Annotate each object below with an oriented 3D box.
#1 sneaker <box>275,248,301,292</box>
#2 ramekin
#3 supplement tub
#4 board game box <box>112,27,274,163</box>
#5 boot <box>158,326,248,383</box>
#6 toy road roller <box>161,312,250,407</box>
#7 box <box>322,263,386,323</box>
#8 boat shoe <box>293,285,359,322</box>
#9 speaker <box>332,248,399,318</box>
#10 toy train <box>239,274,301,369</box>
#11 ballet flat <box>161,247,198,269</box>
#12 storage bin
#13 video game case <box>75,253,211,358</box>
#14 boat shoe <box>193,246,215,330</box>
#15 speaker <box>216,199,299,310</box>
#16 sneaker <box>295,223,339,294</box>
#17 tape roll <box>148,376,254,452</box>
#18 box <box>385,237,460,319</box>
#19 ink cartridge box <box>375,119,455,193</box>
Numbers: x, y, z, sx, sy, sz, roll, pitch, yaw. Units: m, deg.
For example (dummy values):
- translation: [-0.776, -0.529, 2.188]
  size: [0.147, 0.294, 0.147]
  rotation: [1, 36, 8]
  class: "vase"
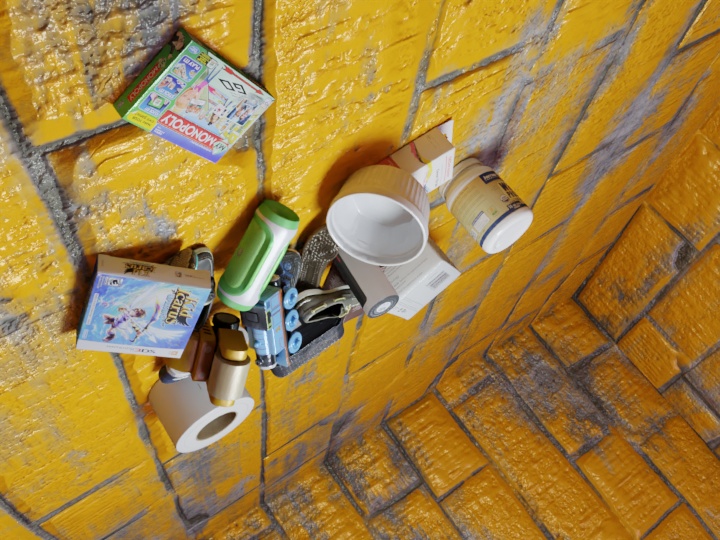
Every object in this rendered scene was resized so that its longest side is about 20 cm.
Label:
- translation: [-0.177, 0.031, 1.499]
  size: [0.077, 0.076, 0.200]
  rotation: [-75, -169, -59]
  class: "sneaker"
- translation: [0.041, -0.113, 1.376]
  size: [0.200, 0.200, 0.105]
  rotation: [110, -1, -53]
  class: "ramekin"
- translation: [0.293, -0.155, 1.669]
  size: [0.144, 0.200, 0.145]
  rotation: [-32, 158, -15]
  class: "supplement tub"
- translation: [-0.217, -0.228, 0.957]
  size: [0.135, 0.029, 0.200]
  rotation: [-44, 158, 12]
  class: "board game box"
- translation: [-0.343, 0.181, 1.535]
  size: [0.200, 0.073, 0.090]
  rotation: [-21, 171, -39]
  class: "boot"
- translation: [-0.308, 0.167, 1.386]
  size: [0.146, 0.200, 0.123]
  rotation: [8, 110, -25]
  class: "toy road roller"
- translation: [-0.019, 0.025, 1.670]
  size: [0.075, 0.100, 0.200]
  rotation: [-22, 153, -36]
  class: "box"
- translation: [-0.060, 0.075, 1.535]
  size: [0.201, 0.060, 0.072]
  rotation: [-5, 147, -46]
  class: "boat shoe"
- translation: [0.000, 0.000, 1.518]
  size: [0.081, 0.200, 0.081]
  rotation: [-27, 156, -13]
  class: "speaker"
- translation: [-0.182, 0.109, 1.424]
  size: [0.114, 0.086, 0.201]
  rotation: [-39, 134, -49]
  class: "toy train"
- translation: [-0.348, 0.038, 1.235]
  size: [0.075, 0.068, 0.200]
  rotation: [-5, 146, -39]
  class: "ballet flat"
- translation: [-0.150, 0.135, 1.631]
  size: [0.200, 0.135, 0.094]
  rotation: [-34, 158, -12]
  class: "storage bin"
- translation: [-0.366, 0.067, 1.183]
  size: [0.181, 0.046, 0.200]
  rotation: [9, 135, -27]
  class: "video game case"
- translation: [-0.296, 0.038, 1.304]
  size: [0.072, 0.066, 0.201]
  rotation: [-21, 152, -33]
  class: "boat shoe"
- translation: [-0.188, -0.026, 1.288]
  size: [0.088, 0.088, 0.200]
  rotation: [0, 126, -57]
  class: "speaker"
- translation: [-0.095, -0.036, 1.494]
  size: [0.070, 0.076, 0.200]
  rotation: [20, 127, -13]
  class: "sneaker"
- translation: [-0.365, 0.303, 1.624]
  size: [0.202, 0.139, 0.203]
  rotation: [-32, 158, -14]
  class: "tape roll"
- translation: [0.127, 0.009, 1.827]
  size: [0.200, 0.131, 0.199]
  rotation: [-42, 158, 10]
  class: "box"
- translation: [0.129, -0.216, 1.471]
  size: [0.200, 0.068, 0.117]
  rotation: [-34, 157, -11]
  class: "ink cartridge box"
